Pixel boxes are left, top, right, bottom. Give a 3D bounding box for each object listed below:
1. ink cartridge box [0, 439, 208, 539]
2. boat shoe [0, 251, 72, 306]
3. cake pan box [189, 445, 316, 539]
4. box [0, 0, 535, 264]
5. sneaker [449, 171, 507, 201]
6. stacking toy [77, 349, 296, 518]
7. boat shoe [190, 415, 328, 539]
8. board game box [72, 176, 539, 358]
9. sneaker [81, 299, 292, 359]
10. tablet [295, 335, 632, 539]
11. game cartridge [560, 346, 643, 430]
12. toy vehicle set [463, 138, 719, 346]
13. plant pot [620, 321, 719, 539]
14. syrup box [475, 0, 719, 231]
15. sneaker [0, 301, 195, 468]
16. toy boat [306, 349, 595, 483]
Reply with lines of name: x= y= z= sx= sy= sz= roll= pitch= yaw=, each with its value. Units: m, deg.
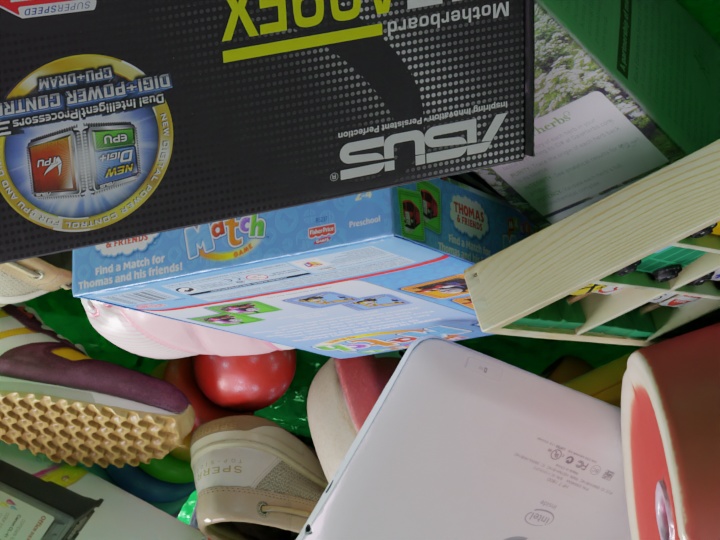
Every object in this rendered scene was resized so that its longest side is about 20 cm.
ink cartridge box: x=-0.181 y=0.164 z=1.108 sx=0.199 sy=0.086 sz=0.148 roll=24 pitch=142 yaw=18
boat shoe: x=-0.191 y=-0.047 z=0.969 sx=0.063 sy=0.074 sz=0.201 roll=-7 pitch=144 yaw=15
cake pan box: x=-0.007 y=0.176 z=1.241 sx=0.199 sy=0.053 sz=0.184 roll=17 pitch=147 yaw=-7
box: x=-0.041 y=-0.098 z=0.669 sx=0.199 sy=0.044 sz=0.161 roll=-11 pitch=118 yaw=-18
sneaker: x=-0.002 y=-0.074 z=0.858 sx=0.079 sy=0.079 sz=0.200 roll=-24 pitch=133 yaw=34
stacking toy: x=-0.097 y=0.080 z=1.120 sx=0.085 sy=0.086 sz=0.200 roll=28 pitch=136 yaw=-21
boat shoe: x=-0.018 y=0.146 z=1.097 sx=0.072 sy=0.065 sz=0.200 roll=-21 pitch=139 yaw=29
board game box: x=0.000 y=0.000 z=0.877 sx=0.151 sy=0.037 sz=0.200 roll=-10 pitch=164 yaw=30
sneaker: x=-0.101 y=-0.019 z=0.970 sx=0.104 sy=0.076 sz=0.200 roll=-9 pitch=145 yaw=20
tablet: x=0.078 y=0.114 z=0.959 sx=0.199 sy=0.014 sz=0.131 roll=22 pitch=108 yaw=-26
game cartridge: x=0.140 y=0.120 z=1.005 sx=0.199 sy=0.032 sz=0.177 roll=-24 pitch=121 yaw=-2
toy vehicle set: x=0.145 y=-0.006 z=0.846 sx=0.124 sy=0.027 sz=0.200 roll=-28 pitch=161 yaw=30
plant pot: x=0.209 y=0.094 z=0.883 sx=0.176 sy=0.201 sz=0.201 roll=-6 pitch=145 yaw=-2
syrup box: x=0.052 y=-0.102 z=0.797 sx=0.079 sy=0.082 sz=0.200 roll=-24 pitch=130 yaw=35
sneaker: x=-0.177 y=0.040 z=1.066 sx=0.199 sy=0.091 sz=0.075 roll=8 pitch=148 yaw=5
toy boat: x=0.071 y=0.093 z=1.059 sx=0.200 sy=0.131 sz=0.131 roll=35 pitch=110 yaw=-30
